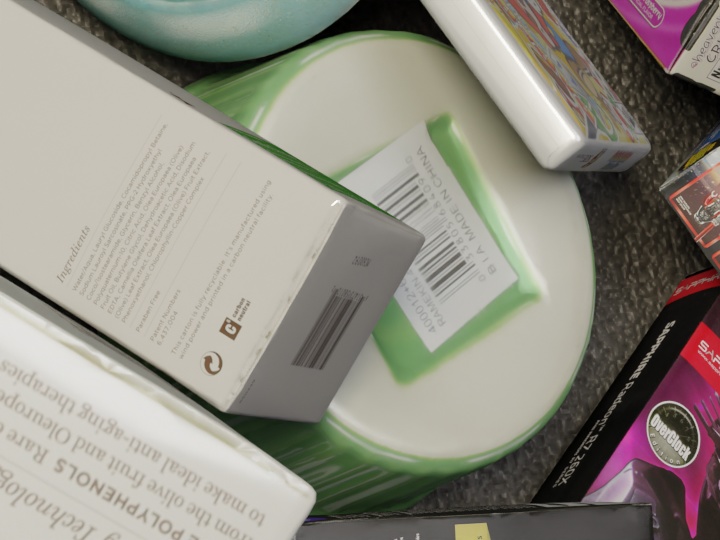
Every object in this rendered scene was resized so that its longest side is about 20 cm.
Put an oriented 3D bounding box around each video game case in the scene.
[{"bbox_3d":[0.043,-0.126,0.943,0.201,0.023,0.182,55,14,7],"label":"video game case"}]

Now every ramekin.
[{"bbox_3d":[0.000,0.000,0.924,0.199,0.098,0.201,10,72,-31],"label":"ramekin"}]

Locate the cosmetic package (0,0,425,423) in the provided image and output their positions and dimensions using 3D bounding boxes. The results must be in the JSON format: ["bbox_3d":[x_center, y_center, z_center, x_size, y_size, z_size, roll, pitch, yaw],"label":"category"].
[{"bbox_3d":[-0.091,-0.031,0.800,0.199,0.108,0.085,32,94,16],"label":"cosmetic package"}]

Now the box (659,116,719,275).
[{"bbox_3d":[0.225,0.015,1.061,0.200,0.040,0.137,54,27,-3],"label":"box"}]

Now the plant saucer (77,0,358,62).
[{"bbox_3d":[-0.066,-0.179,0.871,0.027,0.199,0.201,-21,89,-60],"label":"plant saucer"}]

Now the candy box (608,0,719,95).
[{"bbox_3d":[0.208,-0.115,1.078,0.199,0.061,0.137,20,24,-28],"label":"candy box"}]

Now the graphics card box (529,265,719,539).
[{"bbox_3d":[0.153,0.106,1.029,0.126,0.051,0.200,49,57,-13],"label":"graphics card box"}]

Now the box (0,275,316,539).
[{"bbox_3d":[-0.160,0.074,0.710,0.199,0.199,0.172,33,86,-21],"label":"box"}]

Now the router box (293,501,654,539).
[{"bbox_3d":[0.041,0.194,0.895,0.156,0.052,0.202,0,85,-22],"label":"router box"}]
